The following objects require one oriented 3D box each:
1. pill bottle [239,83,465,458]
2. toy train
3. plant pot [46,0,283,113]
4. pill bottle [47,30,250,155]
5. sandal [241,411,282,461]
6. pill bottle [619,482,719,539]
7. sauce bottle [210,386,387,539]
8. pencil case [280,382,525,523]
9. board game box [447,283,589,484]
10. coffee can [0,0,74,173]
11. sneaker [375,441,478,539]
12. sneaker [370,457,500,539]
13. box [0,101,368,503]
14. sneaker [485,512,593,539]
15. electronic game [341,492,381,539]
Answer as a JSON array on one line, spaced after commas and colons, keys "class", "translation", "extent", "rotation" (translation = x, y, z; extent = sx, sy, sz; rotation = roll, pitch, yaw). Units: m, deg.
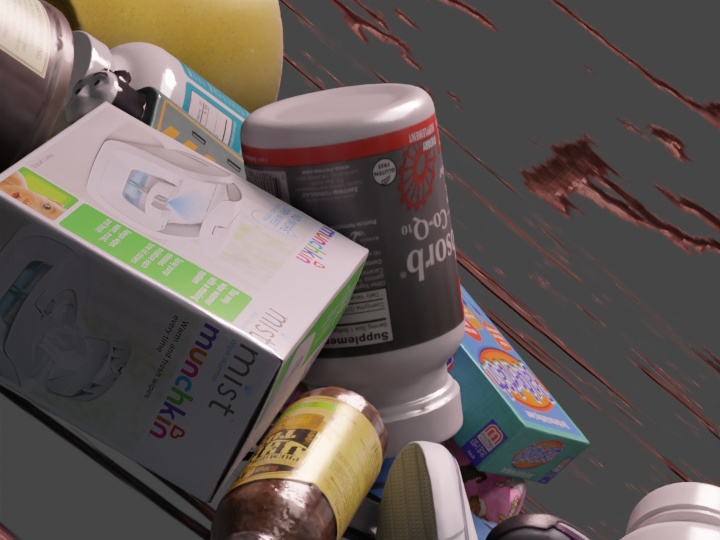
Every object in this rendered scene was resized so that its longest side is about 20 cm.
[{"class": "pill bottle", "translation": [0.000, 0.000, 1.460], "extent": [0.116, 0.115, 0.202], "rotation": [-92, 173, -76]}, {"class": "toy train", "translation": [-0.109, -0.037, 1.508], "extent": [0.200, 0.085, 0.115], "rotation": [37, 48, -35]}, {"class": "plant pot", "translation": [-0.172, -0.161, 1.790], "extent": [0.141, 0.201, 0.200], "rotation": [-10, 47, -43]}, {"class": "pill bottle", "translation": [-0.125, -0.073, 1.615], "extent": [0.200, 0.111, 0.111], "rotation": [36, 12, -35]}, {"class": "sandal", "translation": [-0.111, 0.073, 1.415], "extent": [0.199, 0.043, 0.076], "rotation": [25, 9, -30]}, {"class": "pill bottle", "translation": [0.175, 0.209, 1.369], "extent": [0.112, 0.112, 0.200], "rotation": [40, 34, -12]}, {"class": "sauce bottle", "translation": [-0.039, 0.125, 1.288], "extent": [0.065, 0.065, 0.200], "rotation": [41, 25, -3]}, {"class": "pencil case", "translation": [0.017, 0.110, 1.592], "extent": [0.200, 0.087, 0.083], "rotation": [37, 5, -26]}, {"class": "board game box", "translation": [0.053, 0.045, 1.608], "extent": [0.200, 0.045, 0.152], "rotation": [52, 10, 18]}, {"class": "coffee can", "translation": [-0.272, -0.127, 1.314], "extent": [0.200, 0.147, 0.147], "rotation": [34, 13, -36]}, {"class": "sneaker", "translation": [0.056, 0.185, 1.295], "extent": [0.070, 0.073, 0.201], "rotation": [9, 57, -30]}, {"class": "sneaker", "translation": [0.062, 0.184, 1.543], "extent": [0.200, 0.066, 0.079], "rotation": [37, 22, -24]}, {"class": "box", "translation": [-0.109, 0.013, 1.321], "extent": [0.176, 0.097, 0.200], "rotation": [29, 20, 4]}, {"class": "sneaker", "translation": [0.133, 0.233, 1.448], "extent": [0.201, 0.074, 0.088], "rotation": [60, 11, -26]}, {"class": "electronic game", "translation": [0.013, 0.186, 1.386], "extent": [0.199, 0.042, 0.200], "rotation": [35, 18, -13]}]
